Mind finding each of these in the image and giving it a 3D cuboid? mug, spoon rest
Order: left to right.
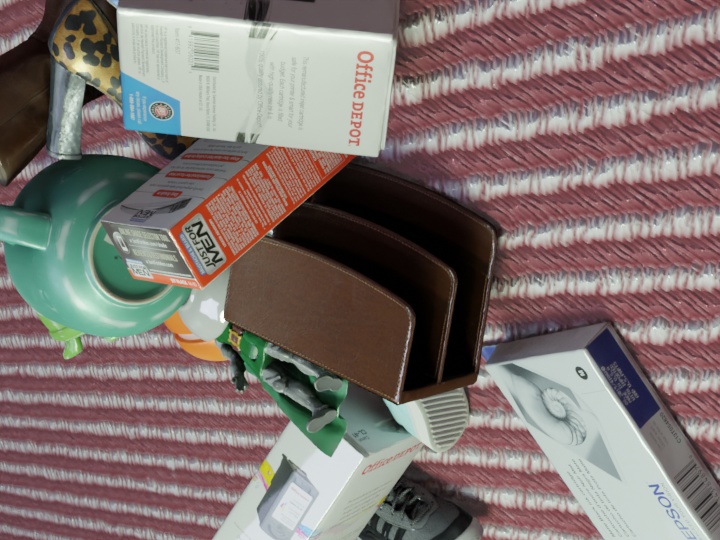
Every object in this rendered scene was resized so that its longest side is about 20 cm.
[{"bbox_3d":[-0.222,-0.015,1.655,0.114,0.184,0.153,11,122,60],"label":"mug"},{"bbox_3d":[-0.133,-0.038,1.745,0.099,0.060,0.201,-19,73,60],"label":"spoon rest"}]

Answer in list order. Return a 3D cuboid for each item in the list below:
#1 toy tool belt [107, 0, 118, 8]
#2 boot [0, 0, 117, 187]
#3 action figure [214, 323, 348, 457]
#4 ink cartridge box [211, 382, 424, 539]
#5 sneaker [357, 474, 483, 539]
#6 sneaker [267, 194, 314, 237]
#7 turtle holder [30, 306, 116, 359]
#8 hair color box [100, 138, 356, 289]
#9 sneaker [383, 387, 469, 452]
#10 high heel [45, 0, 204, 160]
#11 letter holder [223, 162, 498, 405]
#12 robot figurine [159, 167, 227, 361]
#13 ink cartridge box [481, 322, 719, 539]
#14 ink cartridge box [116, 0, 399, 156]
[{"bbox_3d":[-0.160,-0.267,1.558,0.200,0.125,0.123,42,119,9],"label":"toy tool belt"},{"bbox_3d":[-0.279,-0.191,1.625,0.064,0.200,0.187,5,130,53],"label":"boot"},{"bbox_3d":[-0.086,0.068,1.735,0.200,0.054,0.119,35,122,42],"label":"action figure"},{"bbox_3d":[-0.037,0.202,1.823,0.086,0.147,0.201,40,114,18],"label":"ink cartridge box"},{"bbox_3d":[0.031,0.220,1.911,0.200,0.075,0.114,5,133,58],"label":"sneaker"},{"bbox_3d":[-0.050,-0.034,1.722,0.077,0.078,0.201,-7,124,42],"label":"sneaker"},{"bbox_3d":[-0.270,-0.004,2.014,0.132,0.141,0.185,57,154,-12],"label":"turtle holder"},{"bbox_3d":[-0.099,-0.072,1.592,0.111,0.200,0.064,8,133,54],"label":"hair color box"},{"bbox_3d":[0.037,0.077,1.721,0.082,0.074,0.201,27,145,33],"label":"sneaker"},{"bbox_3d":[-0.160,-0.164,1.622,0.071,0.199,0.143,51,140,47],"label":"high heel"},{"bbox_3d":[0.000,0.000,1.588,0.199,0.100,0.143,24,113,38],"label":"letter holder"},{"bbox_3d":[-0.147,0.000,1.859,0.143,0.117,0.201,-21,115,16],"label":"robot figurine"},{"bbox_3d":[0.187,0.140,1.608,0.200,0.041,0.200,55,153,-10],"label":"ink cartridge box"},{"bbox_3d":[-0.073,-0.166,1.451,0.199,0.085,0.146,6,147,-1],"label":"ink cartridge box"}]
